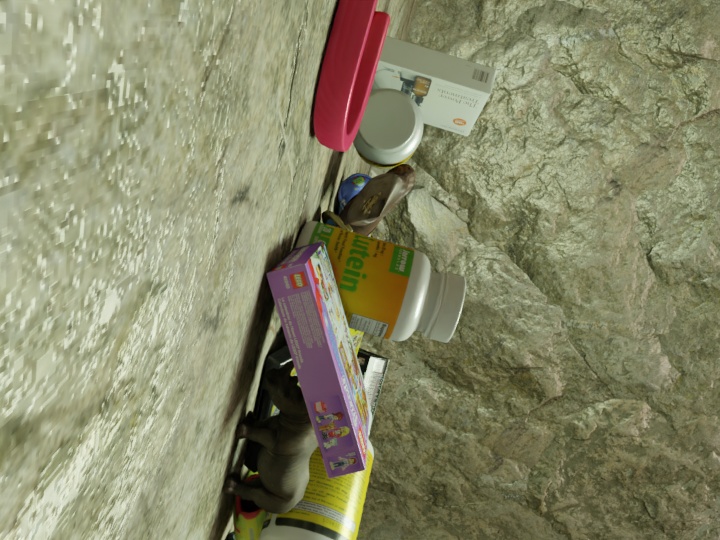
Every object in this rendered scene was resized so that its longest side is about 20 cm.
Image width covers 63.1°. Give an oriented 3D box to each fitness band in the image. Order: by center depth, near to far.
[{"bbox_3d":[-0.004,-0.213,0.548,0.144,0.037,0.201,-47,152,-84],"label":"fitness band"}]

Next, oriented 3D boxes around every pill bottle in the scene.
[{"bbox_3d":[0.018,0.019,0.697,0.111,0.199,0.111,-164,-90,-90],"label":"pill bottle"},{"bbox_3d":[-0.046,0.263,0.741,0.113,0.112,0.200,106,1,-49],"label":"pill bottle"},{"bbox_3d":[0.040,-0.220,0.917,0.200,0.112,0.113,-69,175,-84],"label":"pill bottle"}]

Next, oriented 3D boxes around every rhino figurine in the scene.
[{"bbox_3d":[-0.086,0.180,0.634,0.060,0.087,0.201,-76,-178,-70],"label":"rhino figurine"}]

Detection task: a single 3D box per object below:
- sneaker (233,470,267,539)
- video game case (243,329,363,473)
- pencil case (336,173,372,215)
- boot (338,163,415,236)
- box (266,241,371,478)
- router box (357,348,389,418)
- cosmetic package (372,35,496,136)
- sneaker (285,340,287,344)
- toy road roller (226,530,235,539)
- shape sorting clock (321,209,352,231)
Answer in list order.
[{"bbox_3d":[-0.132,0.306,0.797,0.200,0.078,0.091,-121,-157,-75],"label":"sneaker"},{"bbox_3d":[-0.070,0.156,0.803,0.200,0.025,0.181,-25,138,-53],"label":"video game case"},{"bbox_3d":[-0.009,-0.108,1.139,0.200,0.078,0.087,105,-28,-70],"label":"pencil case"},{"bbox_3d":[0.004,-0.085,0.879,0.186,0.064,0.200,-47,-176,20],"label":"boot"},{"bbox_3d":[-0.035,0.079,0.583,0.137,0.039,0.201,-74,149,-79],"label":"box"},{"bbox_3d":[-0.051,0.216,1.144,0.062,0.200,0.150,17,87,-46],"label":"router box"},{"bbox_3d":[0.110,-0.308,0.993,0.151,0.199,0.052,103,4,-79],"label":"cosmetic package"},{"bbox_3d":[-0.063,0.140,0.902,0.200,0.077,0.091,41,65,-65],"label":"sneaker"},{"bbox_3d":[-0.131,0.444,0.773,0.200,0.146,0.123,108,-3,-87],"label":"toy road roller"},{"bbox_3d":[0.000,0.000,0.852,0.039,0.200,0.200,-30,168,-13],"label":"shape sorting clock"}]
